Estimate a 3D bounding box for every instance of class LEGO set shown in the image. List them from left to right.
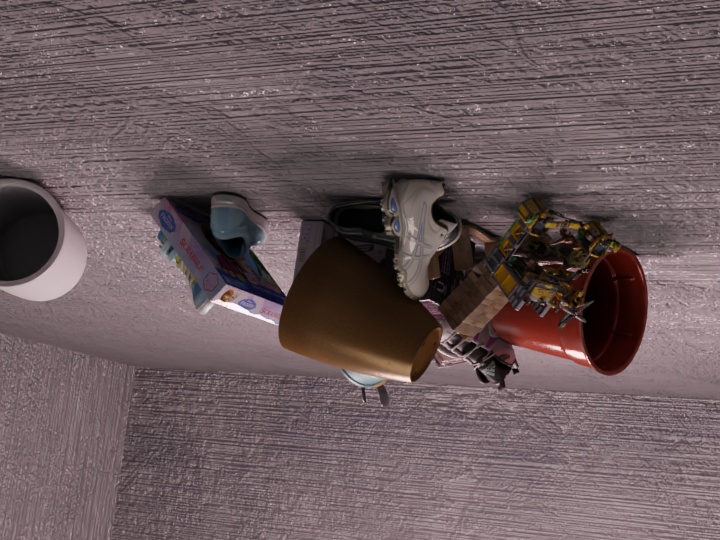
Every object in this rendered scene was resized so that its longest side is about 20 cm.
[{"bbox_3d":[0.277,-0.002,1.473,0.199,0.116,0.154,24,115,-41],"label":"LEGO set"}]

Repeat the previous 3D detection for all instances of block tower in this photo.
[{"bbox_3d":[0.199,0.015,1.576,0.058,0.054,0.200,19,118,-45],"label":"block tower"}]

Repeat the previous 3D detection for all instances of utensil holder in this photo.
[{"bbox_3d":[-0.537,-0.043,1.711,0.169,0.171,0.200,6,171,-1],"label":"utensil holder"}]

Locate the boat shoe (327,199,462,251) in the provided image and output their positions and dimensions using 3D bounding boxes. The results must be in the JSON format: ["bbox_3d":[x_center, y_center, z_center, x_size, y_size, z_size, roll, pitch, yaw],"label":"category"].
[{"bbox_3d":[0.045,-0.066,1.525,0.199,0.073,0.062,6,173,24],"label":"boat shoe"}]

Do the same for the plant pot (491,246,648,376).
[{"bbox_3d":[0.326,0.057,1.714,0.195,0.202,0.200,5,171,44],"label":"plant pot"}]

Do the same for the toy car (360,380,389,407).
[{"bbox_3d":[0.047,0.228,2.594,0.157,0.201,0.164,-4,165,41],"label":"toy car"}]

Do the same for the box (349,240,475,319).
[{"bbox_3d":[0.065,0.003,1.695,0.199,0.133,0.115,-3,162,37],"label":"box"}]

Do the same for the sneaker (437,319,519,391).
[{"bbox_3d":[0.196,0.137,1.750,0.199,0.140,0.078,7,140,-43],"label":"sneaker"}]

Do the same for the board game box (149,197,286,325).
[{"bbox_3d":[-0.215,-0.012,1.685,0.200,0.041,0.200,51,-168,29],"label":"board game box"}]

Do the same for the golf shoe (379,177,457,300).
[{"bbox_3d":[0.088,-0.040,1.460,0.097,0.079,0.201,-8,133,7],"label":"golf shoe"}]

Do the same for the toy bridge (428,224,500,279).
[{"bbox_3d":[0.152,-0.034,1.606,0.027,0.068,0.199,-3,-174,40],"label":"toy bridge"}]

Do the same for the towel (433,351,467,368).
[{"bbox_3d":[0.156,0.107,2.009,0.199,0.032,0.191,-4,-139,-46],"label":"towel"}]

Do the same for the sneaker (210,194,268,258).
[{"bbox_3d":[-0.196,-0.055,1.671,0.073,0.083,0.200,4,168,13],"label":"sneaker"}]

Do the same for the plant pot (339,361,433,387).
[{"bbox_3d":[0.072,0.125,2.158,0.195,0.202,0.200,-15,157,41],"label":"plant pot"}]

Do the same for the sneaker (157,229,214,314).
[{"bbox_3d":[-0.282,-0.010,1.747,0.130,0.080,0.200,39,-168,-18],"label":"sneaker"}]

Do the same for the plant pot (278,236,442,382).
[{"bbox_3d":[0.013,0.077,1.557,0.199,0.187,0.186,28,175,19],"label":"plant pot"}]

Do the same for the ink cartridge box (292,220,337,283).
[{"bbox_3d":[-0.071,0.029,1.713,0.044,0.201,0.094,3,168,25],"label":"ink cartridge box"}]

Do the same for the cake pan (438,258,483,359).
[{"bbox_3d":[0.201,0.062,1.845,0.199,0.201,0.037,12,-153,-27],"label":"cake pan"}]
